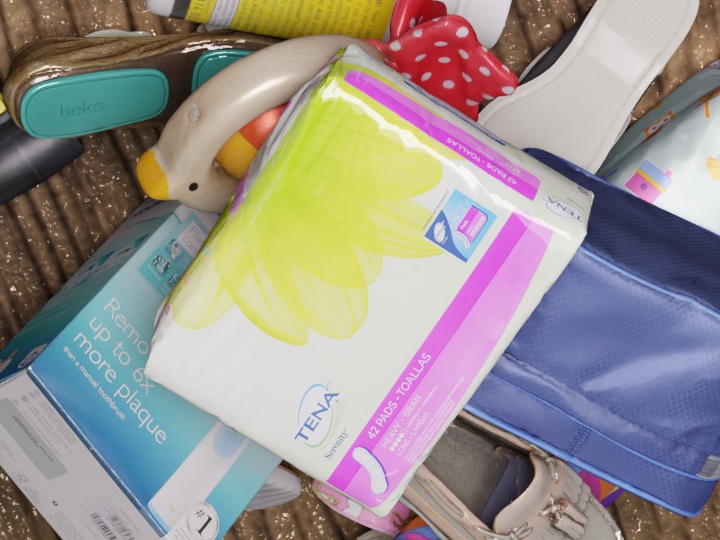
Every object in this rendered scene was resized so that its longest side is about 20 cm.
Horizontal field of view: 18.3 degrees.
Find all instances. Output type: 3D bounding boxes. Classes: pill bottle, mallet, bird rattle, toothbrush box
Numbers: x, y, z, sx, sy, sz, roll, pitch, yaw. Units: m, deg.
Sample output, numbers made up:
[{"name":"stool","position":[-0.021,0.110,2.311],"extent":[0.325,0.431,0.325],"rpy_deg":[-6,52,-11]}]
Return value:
[{"name":"pill bottle","position":[-0.016,-0.181,1.249],"extent":[0.198,0.111,0.112],"rpy_deg":[10,105,-9]},{"name":"mallet","position":[-0.242,-0.127,1.278],"extent":[0.066,0.041,0.200],"rpy_deg":[-39,103,2]},{"name":"bird rattle","position":[-0.026,-0.072,1.164],"extent":[0.199,0.163,0.113],"rpy_deg":[-31,72,33]},{"name":"toothbrush box","position":[-0.108,0.059,1.259],"extent":[0.085,0.200,0.147],"rpy_deg":[-23,109,44]}]

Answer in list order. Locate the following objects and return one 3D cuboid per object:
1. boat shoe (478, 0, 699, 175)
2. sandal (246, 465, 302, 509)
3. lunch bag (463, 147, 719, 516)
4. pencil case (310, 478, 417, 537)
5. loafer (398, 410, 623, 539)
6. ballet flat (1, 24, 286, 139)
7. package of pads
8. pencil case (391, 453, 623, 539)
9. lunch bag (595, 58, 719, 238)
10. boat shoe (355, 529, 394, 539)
[{"name":"boat shoe","position":[0.120,-0.096,1.299],"extent":[0.074,0.060,0.201],"rpy_deg":[36,85,5]},{"name":"sandal","position":[-0.127,0.094,1.342],"extent":[0.206,0.060,0.079],"rpy_deg":[20,148,-33]},{"name":"lunch bag","position":[0.124,0.036,1.206],"extent":[0.199,0.136,0.133],"rpy_deg":[26,111,-8]},{"name":"pencil case","position":[0.039,0.061,1.343],"extent":[0.086,0.083,0.201],"rpy_deg":[26,103,15]},{"name":"loafer","position":[0.068,0.116,1.224],"extent":[0.199,0.063,0.072],"rpy_deg":[31,66,-18]},{"name":"ballet flat","position":[-0.106,-0.113,1.273],"extent":[0.198,0.073,0.068],"rpy_deg":[-6,130,-15]},{"name":"package of pads","position":[-0.002,0.006,1.107],"extent":[0.154,0.068,0.201],"rpy_deg":[31,115,-4]},{"name":"pencil case","position":[0.095,0.137,1.320],"extent":[0.200,0.088,0.089],"rpy_deg":[-41,109,-26]},{"name":"lunch bag","position":[0.222,-0.001,1.327],"extent":[0.170,0.122,0.200],"rpy_deg":[-40,101,5]},{"name":"boat shoe","position":[-0.029,0.245,1.393],"extent":[0.059,0.072,0.200],"rpy_deg":[37,105,-30]}]
